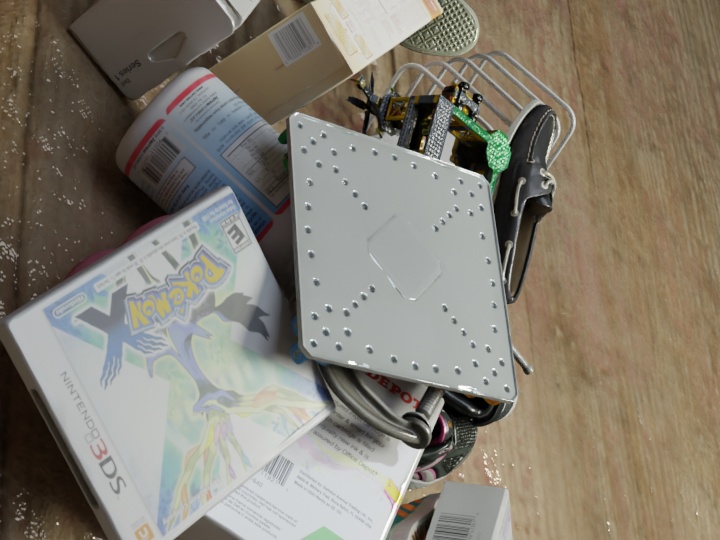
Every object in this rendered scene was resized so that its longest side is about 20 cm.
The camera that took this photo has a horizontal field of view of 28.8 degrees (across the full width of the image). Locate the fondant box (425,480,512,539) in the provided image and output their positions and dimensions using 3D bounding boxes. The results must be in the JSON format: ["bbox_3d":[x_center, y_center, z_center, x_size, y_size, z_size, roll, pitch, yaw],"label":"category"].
[{"bbox_3d":[0.085,0.294,1.135,0.145,0.058,0.201,-65,152,-48],"label":"fondant box"}]

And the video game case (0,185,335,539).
[{"bbox_3d":[-0.123,0.067,0.947,0.200,0.022,0.183,-36,106,-38],"label":"video game case"}]

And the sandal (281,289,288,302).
[{"bbox_3d":[-0.087,-0.023,1.209,0.076,0.043,0.201,7,54,-58],"label":"sandal"}]

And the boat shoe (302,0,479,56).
[{"bbox_3d":[0.030,-0.268,1.411,0.062,0.198,0.075,-16,125,-72],"label":"boat shoe"}]

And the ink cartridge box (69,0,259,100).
[{"bbox_3d":[-0.136,-0.251,1.185,0.084,0.145,0.201,49,37,-18],"label":"ink cartridge box"}]

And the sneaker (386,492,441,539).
[{"bbox_3d":[0.028,0.227,1.177,0.200,0.079,0.072,12,74,-73],"label":"sneaker"}]

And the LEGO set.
[{"bbox_3d":[0.036,-0.063,1.219,0.153,0.115,0.202,21,77,-48],"label":"LEGO set"}]

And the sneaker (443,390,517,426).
[{"bbox_3d":[0.070,0.051,1.275,0.200,0.073,0.112,51,8,11],"label":"sneaker"}]

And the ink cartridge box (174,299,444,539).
[{"bbox_3d":[-0.043,0.146,1.057,0.144,0.084,0.201,35,53,-10],"label":"ink cartridge box"}]

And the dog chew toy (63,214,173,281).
[{"bbox_3d":[-0.161,0.034,1.006,0.199,0.124,0.125,-23,88,-47],"label":"dog chew toy"}]

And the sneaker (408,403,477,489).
[{"bbox_3d":[0.054,0.150,1.239,0.199,0.086,0.081,-5,75,-54],"label":"sneaker"}]

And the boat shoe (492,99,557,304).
[{"bbox_3d":[0.149,-0.063,1.295,0.201,0.060,0.074,-65,149,-17],"label":"boat shoe"}]

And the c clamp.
[{"bbox_3d":[0.050,0.063,1.082,0.171,0.027,0.200,51,42,-7],"label":"c clamp"}]

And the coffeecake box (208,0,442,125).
[{"bbox_3d":[-0.036,-0.205,1.281,0.073,0.153,0.200,57,35,-8],"label":"coffeecake box"}]

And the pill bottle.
[{"bbox_3d":[-0.089,-0.059,1.114,0.200,0.109,0.109,43,37,1],"label":"pill bottle"}]

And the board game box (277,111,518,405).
[{"bbox_3d":[0.027,-0.005,1.065,0.199,0.026,0.202,15,56,-33],"label":"board game box"}]

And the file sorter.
[{"bbox_3d":[0.109,-0.135,1.413,0.139,0.125,0.199,43,30,17],"label":"file sorter"}]
